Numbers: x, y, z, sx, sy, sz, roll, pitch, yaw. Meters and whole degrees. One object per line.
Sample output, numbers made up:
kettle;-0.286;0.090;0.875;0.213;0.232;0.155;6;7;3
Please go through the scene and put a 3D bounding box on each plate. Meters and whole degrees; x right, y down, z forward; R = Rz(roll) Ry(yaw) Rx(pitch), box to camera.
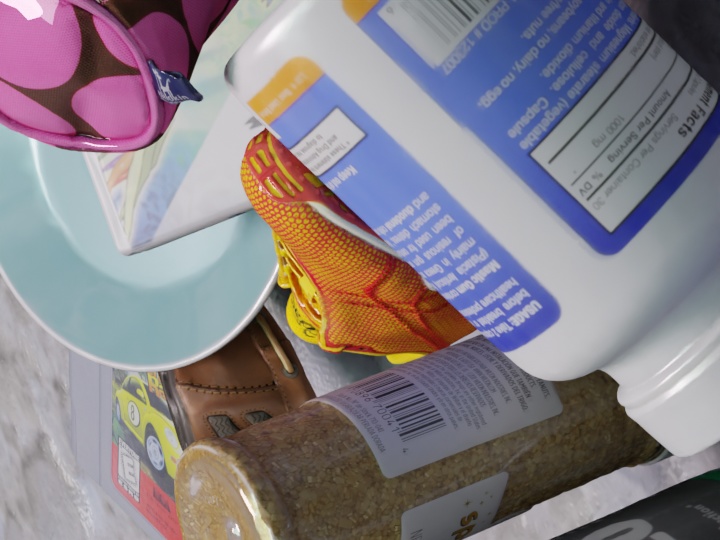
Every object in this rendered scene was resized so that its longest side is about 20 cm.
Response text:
plate;-0.093;-0.057;1.109;0.200;0.026;0.201;7;101;39

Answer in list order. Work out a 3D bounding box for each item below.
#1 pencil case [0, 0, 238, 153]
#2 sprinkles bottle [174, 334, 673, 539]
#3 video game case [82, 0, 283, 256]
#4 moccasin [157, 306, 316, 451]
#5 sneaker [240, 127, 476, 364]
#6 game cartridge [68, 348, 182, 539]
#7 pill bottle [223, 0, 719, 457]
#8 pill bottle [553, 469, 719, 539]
pencil case;-0.061;-0.133;0.908;0.091;0.200;0.094;14;142;16
sprinkles bottle;0.034;0.060;0.922;0.068;0.200;0.068;34;134;45
video game case;-0.050;-0.128;1.026;0.182;0.022;0.200;-21;89;23
moccasin;-0.068;-0.006;1.173;0.202;0.078;0.074;-115;9;-46
sneaker;0.000;0.000;0.965;0.073;0.077;0.200;58;-171;24
game cartridge;-0.083;0.079;1.280;0.200;0.041;0.133;38;132;42
pill bottle;0.061;-0.035;0.867;0.200;0.112;0.112;44;148;-5
pill bottle;0.073;0.149;0.895;0.113;0.200;0.113;34;134;44
